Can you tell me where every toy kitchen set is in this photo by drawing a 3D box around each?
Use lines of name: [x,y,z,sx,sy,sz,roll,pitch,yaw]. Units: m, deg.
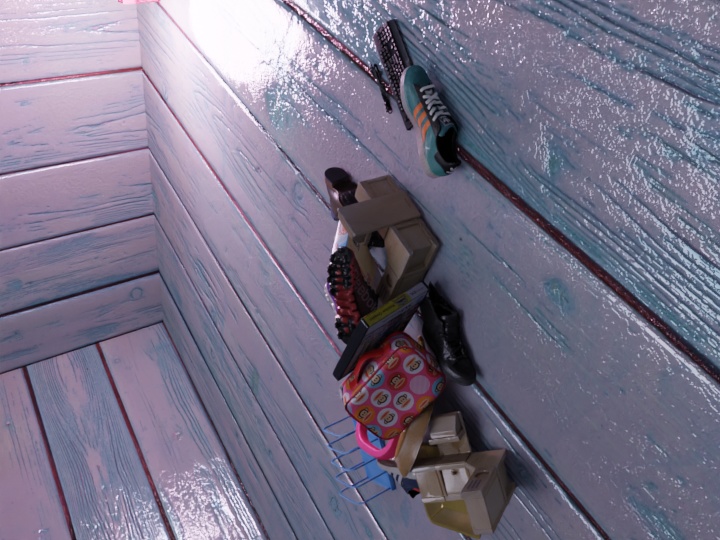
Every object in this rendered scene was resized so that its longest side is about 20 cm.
toy kitchen set: [0.167,0.386,1.215,0.196,0.180,0.167,-16,92,29]
toy kitchen set: [0.024,-0.053,1.309,0.202,0.160,0.182,57,148,27]

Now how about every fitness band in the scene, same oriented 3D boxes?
fitness band: [0.047,0.373,1.519,0.199,0.037,0.147,4,74,65]

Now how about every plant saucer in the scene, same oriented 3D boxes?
plant saucer: [0.114,0.342,1.361,0.035,0.202,0.203,21,136,4]
plant saucer: [0.196,0.478,1.418,0.199,0.048,0.205,-19,88,61]

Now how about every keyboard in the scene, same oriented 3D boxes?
keyboard: [0.064,-0.372,1.233,0.127,0.020,0.205,-31,77,61]

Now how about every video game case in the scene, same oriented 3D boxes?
video game case: [0.040,0.123,1.260,0.026,0.179,0.202,46,140,19]

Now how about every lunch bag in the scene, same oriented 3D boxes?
lunch bag: [0.057,0.229,1.274,0.176,0.200,0.082,40,-169,-25]

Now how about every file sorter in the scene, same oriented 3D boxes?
file sorter: [-0.010,0.512,1.724,0.138,0.120,0.205,-6,100,61]

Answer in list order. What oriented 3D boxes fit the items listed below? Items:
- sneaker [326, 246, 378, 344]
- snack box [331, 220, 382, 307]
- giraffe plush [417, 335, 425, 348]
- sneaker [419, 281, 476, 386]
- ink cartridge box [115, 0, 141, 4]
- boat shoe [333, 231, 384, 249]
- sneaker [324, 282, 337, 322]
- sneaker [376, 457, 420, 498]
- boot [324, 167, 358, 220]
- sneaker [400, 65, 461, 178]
sneaker: [-0.012,0.044,1.275,0.070,0.097,0.206,7,112,44]
snack box: [0.000,0.000,1.360,0.118,0.036,0.202,-80,-30,-50]
giraffe plush: [0.055,0.233,1.408,0.198,0.159,0.177,-1,102,57]
sneaker: [0.173,0.126,1.261,0.201,0.059,0.106,55,150,35]
ink cartridge box: [-0.841,-1.102,2.318,0.145,0.142,0.204,37,135,47]
boat shoe: [0.001,-0.063,1.453,0.197,0.073,0.068,-14,81,52]
sneaker: [-0.031,0.083,1.585,0.202,0.079,0.084,57,142,28]
sneaker: [0.105,0.475,1.457,0.199,0.074,0.086,-6,107,65]
boot: [-0.027,-0.149,1.472,0.098,0.073,0.202,89,159,-44]
sneaker: [0.133,-0.271,1.122,0.079,0.070,0.205,-5,105,56]
